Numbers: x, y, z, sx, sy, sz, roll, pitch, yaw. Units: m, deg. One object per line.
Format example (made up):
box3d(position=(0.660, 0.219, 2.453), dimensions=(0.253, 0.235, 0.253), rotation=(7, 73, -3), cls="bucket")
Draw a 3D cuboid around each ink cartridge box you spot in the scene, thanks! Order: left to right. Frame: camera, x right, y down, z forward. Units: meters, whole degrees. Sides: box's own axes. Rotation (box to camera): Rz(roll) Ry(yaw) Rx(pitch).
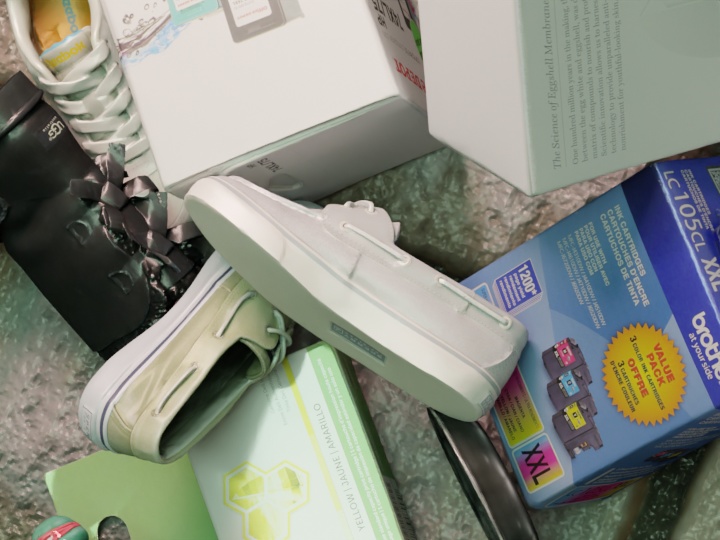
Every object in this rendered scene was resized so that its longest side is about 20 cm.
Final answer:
box3d(position=(-0.078, 0.143, 1.687), dimensions=(0.200, 0.048, 0.146), rotation=(-22, 77, 9), cls="ink cartridge box")
box3d(position=(-0.055, -0.148, 1.671), dimensions=(0.146, 0.147, 0.200), rotation=(-21, 77, 12), cls="ink cartridge box")
box3d(position=(0.156, 0.027, 1.580), dimensions=(0.200, 0.076, 0.136), rotation=(-33, 73, 38), cls="ink cartridge box")

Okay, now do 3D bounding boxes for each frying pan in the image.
box3d(position=(0.086, 0.156, 1.606), dimensions=(0.031, 0.115, 0.190), rotation=(-27, 76, -3), cls="frying pan")

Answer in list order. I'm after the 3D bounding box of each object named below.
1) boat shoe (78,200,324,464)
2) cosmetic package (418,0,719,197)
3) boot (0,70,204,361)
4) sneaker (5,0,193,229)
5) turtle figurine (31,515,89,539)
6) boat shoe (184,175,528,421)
box3d(position=(-0.072, 0.040, 1.655), dimensions=(0.062, 0.072, 0.200), rotation=(27, 59, 31), cls="boat shoe")
box3d(position=(0.139, -0.169, 1.538), dimensions=(0.200, 0.123, 0.199), rotation=(-16, 116, -23), cls="cosmetic package")
box3d(position=(-0.190, -0.015, 1.716), dimensions=(0.162, 0.073, 0.198), rotation=(47, 137, -8), cls="boot")
box3d(position=(-0.156, -0.101, 1.725), dimensions=(0.077, 0.081, 0.200), rotation=(-29, 80, 9), cls="sneaker")
box3d(position=(-0.152, 0.211, 1.651), dimensions=(0.101, 0.150, 0.200), rotation=(-30, 85, -25), cls="turtle figurine")
box3d(position=(0.000, 0.000, 1.585), dimensions=(0.200, 0.072, 0.069), rotation=(33, 70, 12), cls="boat shoe")
